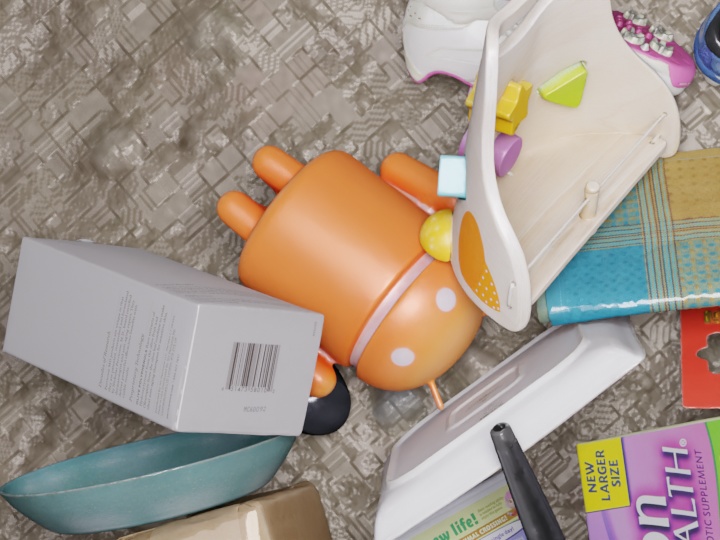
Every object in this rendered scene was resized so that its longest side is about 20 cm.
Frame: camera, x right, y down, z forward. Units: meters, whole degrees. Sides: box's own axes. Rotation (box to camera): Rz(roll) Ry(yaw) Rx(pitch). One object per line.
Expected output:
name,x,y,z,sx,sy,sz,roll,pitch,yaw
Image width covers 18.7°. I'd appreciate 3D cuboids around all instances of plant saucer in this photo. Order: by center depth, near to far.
plant saucer,-0.133,0.136,1.422,0.200,0.200,0.036,-12,93,10

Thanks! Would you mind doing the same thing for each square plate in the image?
square plate,0.087,0.088,1.380,0.200,0.198,0.028,-37,93,7

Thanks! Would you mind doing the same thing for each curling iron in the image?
curling iron,0.115,0.177,1.298,0.026,0.050,0.200,-11,112,17

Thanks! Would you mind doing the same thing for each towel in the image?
towel,0.212,-0.026,1.410,0.200,0.022,0.147,-5,43,10

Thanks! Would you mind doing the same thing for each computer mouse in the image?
computer mouse,-0.095,0.052,1.502,0.200,0.034,0.059,28,93,12

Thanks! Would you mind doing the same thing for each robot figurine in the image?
robot figurine,0.001,-0.001,1.444,0.200,0.117,0.144,39,51,11

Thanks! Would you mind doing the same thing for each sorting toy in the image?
sorting toy,0.109,-0.100,1.353,0.107,0.180,0.200,23,49,26

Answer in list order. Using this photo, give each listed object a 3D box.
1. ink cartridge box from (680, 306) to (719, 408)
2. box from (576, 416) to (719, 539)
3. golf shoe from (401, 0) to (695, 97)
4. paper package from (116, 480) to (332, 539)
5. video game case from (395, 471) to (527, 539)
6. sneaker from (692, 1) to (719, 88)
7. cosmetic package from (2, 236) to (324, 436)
ink cartridge box,0.297,0.025,1.361,0.200,0.160,0.047,-5,112,10
box,0.247,0.174,1.311,0.200,0.097,0.176,-14,78,36
golf shoe,0.121,-0.143,1.462,0.200,0.075,0.092,19,113,10
paper package,-0.066,0.246,1.403,0.103,0.191,0.200,-17,85,10
video game case,0.060,0.241,1.332,0.200,0.022,0.182,-25,81,-30
sneaker,0.304,-0.186,1.410,0.200,0.089,0.079,-36,82,7
cosmetic package,-0.129,0.040,1.407,0.200,0.108,0.085,17,99,49
